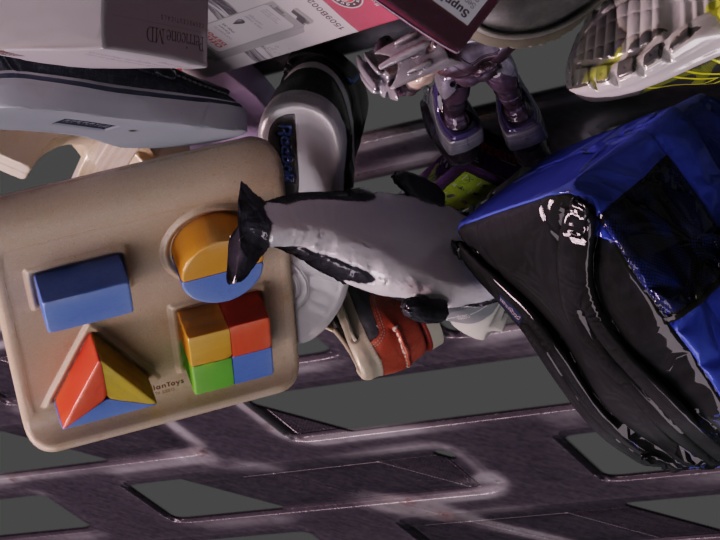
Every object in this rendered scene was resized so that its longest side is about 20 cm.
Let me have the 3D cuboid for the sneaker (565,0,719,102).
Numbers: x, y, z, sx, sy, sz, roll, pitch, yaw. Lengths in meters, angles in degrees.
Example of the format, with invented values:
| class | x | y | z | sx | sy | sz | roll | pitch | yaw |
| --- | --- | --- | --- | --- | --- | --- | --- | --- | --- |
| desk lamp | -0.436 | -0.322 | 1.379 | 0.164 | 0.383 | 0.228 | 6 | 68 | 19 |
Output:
| class | x | y | z | sx | sy | sz | roll | pitch | yaw |
| --- | --- | --- | --- | --- | --- | --- | --- | --- | --- |
| sneaker | 0.207 | -0.127 | 1.154 | 0.200 | 0.075 | 0.085 | -16 | 140 | 41 |

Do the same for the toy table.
| class | x | y | z | sx | sy | sz | roll | pitch | yaw |
| --- | --- | --- | --- | --- | --- | --- | --- | --- | --- |
| toy table | -0.158 | -0.091 | 1.330 | 0.200 | 0.117 | 0.184 | 17 | 150 | -4 |

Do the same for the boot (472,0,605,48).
| class | x | y | z | sx | sy | sz | roll | pitch | yaw |
| --- | --- | --- | --- | --- | --- | --- | --- | --- | --- |
| boot | 0.139 | -0.202 | 0.999 | 0.073 | 0.182 | 0.200 | 57 | 158 | 10 |

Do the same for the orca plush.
| class | x | y | z | sx | sy | sz | roll | pitch | yaw |
| --- | --- | --- | --- | --- | --- | --- | --- | --- | --- |
| orca plush | 0.000 | 0.000 | 1.253 | 0.200 | 0.105 | 0.071 | -5 | 154 | -36 |

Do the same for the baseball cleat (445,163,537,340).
| class | x | y | z | sx | sy | sz | roll | pitch | yaw |
| --- | --- | --- | --- | --- | --- | --- | --- | --- | --- |
| baseball cleat | 0.069 | -0.015 | 1.357 | 0.106 | 0.070 | 0.200 | 19 | 147 | 2 |

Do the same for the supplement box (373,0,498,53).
| class | x | y | z | sx | sy | sz | roll | pitch | yaw |
| --- | --- | --- | --- | --- | --- | --- | --- | --- | --- |
| supplement box | 0.058 | -0.214 | 0.927 | 0.086 | 0.110 | 0.200 | 31 | 103 | -28 |

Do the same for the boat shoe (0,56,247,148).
| class | x | y | z | sx | sy | sz | roll | pitch | yaw |
| --- | --- | --- | --- | --- | --- | --- | --- | --- | --- |
| boat shoe | -0.142 | -0.123 | 1.157 | 0.071 | 0.091 | 0.200 | -10 | 170 | 40 |

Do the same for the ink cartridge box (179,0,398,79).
| class | x | y | z | sx | sy | sz | roll | pitch | yaw |
| --- | --- | --- | --- | --- | --- | --- | --- | --- | --- |
| ink cartridge box | -0.075 | -0.192 | 1.153 | 0.200 | 0.083 | 0.146 | -13 | 142 | 39 |

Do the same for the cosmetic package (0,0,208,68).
| class | x | y | z | sx | sy | sz | roll | pitch | yaw |
| --- | --- | --- | --- | --- | --- | --- | --- | --- | --- |
| cosmetic package | -0.131 | -0.203 | 1.016 | 0.081 | 0.200 | 0.113 | 0 | -177 | 24 |

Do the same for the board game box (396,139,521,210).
| class | x | y | z | sx | sy | sz | roll | pitch | yaw |
| --- | --- | --- | --- | --- | --- | --- | --- | --- | --- |
| board game box | 0.077 | -0.024 | 1.433 | 0.120 | 0.032 | 0.200 | 27 | 148 | -16 |

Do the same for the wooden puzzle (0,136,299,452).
| class | x | y | z | sx | sy | sz | roll | pitch | yaw |
| --- | --- | --- | --- | --- | --- | --- | --- | --- | --- |
| wooden puzzle | -0.129 | 0.025 | 1.260 | 0.185 | 0.046 | 0.200 | -14 | 132 | -11 |

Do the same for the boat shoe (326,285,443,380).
| class | x | y | z | sx | sy | sz | roll | pitch | yaw |
| --- | --- | --- | --- | --- | --- | --- | --- | --- | --- |
| boat shoe | -0.017 | 0.012 | 1.401 | 0.200 | 0.063 | 0.071 | 43 | 160 | 50 |

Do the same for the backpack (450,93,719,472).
| class | x | y | z | sx | sy | sz | roll | pitch | yaw |
| --- | --- | --- | --- | --- | --- | --- | --- | --- | --- |
| backpack | 0.189 | 0.009 | 1.206 | 0.200 | 0.168 | 0.162 | 57 | 160 | -6 |

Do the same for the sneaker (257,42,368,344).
| class | x | y | z | sx | sy | sz | roll | pitch | yaw |
| --- | --- | --- | --- | --- | --- | --- | --- | --- | --- |
| sneaker | -0.028 | -0.055 | 1.327 | 0.073 | 0.112 | 0.200 | 13 | 130 | 5 |

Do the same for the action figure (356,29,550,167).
| class | x | y | z | sx | sy | sz | roll | pitch | yaw |
| --- | --- | --- | --- | --- | --- | --- | --- | --- | --- |
| action figure | 0.065 | -0.123 | 1.201 | 0.130 | 0.069 | 0.200 | -14 | 158 | 2 |
